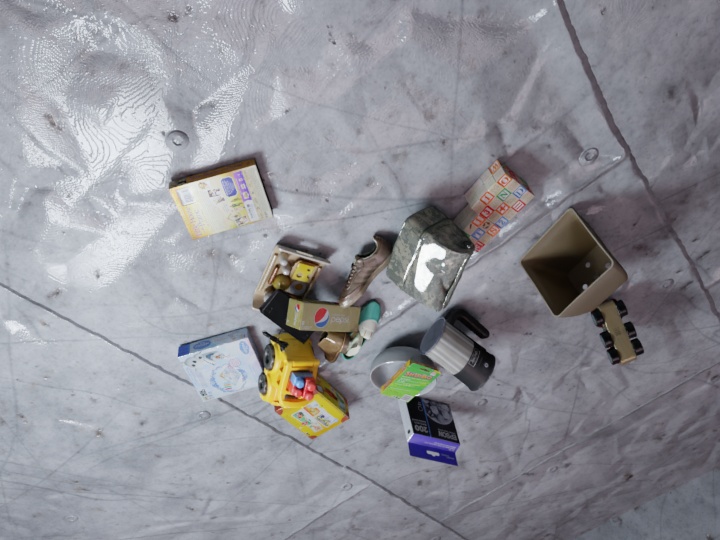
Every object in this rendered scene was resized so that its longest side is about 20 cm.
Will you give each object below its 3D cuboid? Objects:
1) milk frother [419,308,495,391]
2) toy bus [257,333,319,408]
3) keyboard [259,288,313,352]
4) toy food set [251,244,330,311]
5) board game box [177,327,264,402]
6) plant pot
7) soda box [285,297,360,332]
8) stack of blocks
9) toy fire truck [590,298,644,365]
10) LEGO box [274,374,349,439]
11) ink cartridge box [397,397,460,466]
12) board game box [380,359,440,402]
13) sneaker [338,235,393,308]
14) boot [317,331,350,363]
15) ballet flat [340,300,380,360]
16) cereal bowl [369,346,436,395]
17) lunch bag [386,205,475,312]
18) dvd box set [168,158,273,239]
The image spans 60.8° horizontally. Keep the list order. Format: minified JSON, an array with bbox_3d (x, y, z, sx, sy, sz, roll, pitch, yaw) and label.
[{"bbox_3d":[0.258,0.232,1.747,0.186,0.183,0.200,36,137,-9],"label":"milk frother"},{"bbox_3d":[-0.181,0.301,1.652,0.132,0.192,0.205,4,114,-30],"label":"toy bus"},{"bbox_3d":[-0.191,0.135,1.561,0.128,0.020,0.200,-50,138,-5],"label":"keyboard"},{"bbox_3d":[-0.174,0.035,1.532,0.140,0.061,0.202,15,126,-24],"label":"toy food set"},{"bbox_3d":[-0.375,0.263,1.695,0.193,0.044,0.204,-14,132,-1],"label":"board game box"},{"bbox_3d":[0.571,-0.003,1.598,0.174,0.203,0.201,15,128,-39],"label":"plant pot"},{"bbox_3d":[-0.091,0.115,1.563,0.196,0.063,0.070,8,92,-43],"label":"soda box"},{"bbox_3d":[0.305,-0.151,1.483,0.113,0.059,0.201,25,121,-30],"label":"stack of blocks"},{"bbox_3d":[0.763,0.174,1.834,0.126,0.181,0.200,-23,174,8],"label":"toy fire truck"},{"bbox_3d":[-0.146,0.405,1.849,0.147,0.078,0.201,-30,130,14],"label":"LEGO box"},{"bbox_3d":[0.222,0.501,1.935,0.194,0.203,0.044,19,129,-27],"label":"ink cartridge box"},{"bbox_3d":[0.140,0.310,1.731,0.093,0.031,0.201,19,142,-16],"label":"board game box"},{"bbox_3d":[0.000,0.000,1.535,0.075,0.071,0.201,40,97,-16],"label":"sneaker"},{"bbox_3d":[-0.082,0.198,1.662,0.073,0.076,0.200,16,158,-7],"label":"boot"},{"bbox_3d":[0.004,0.175,1.689,0.066,0.071,0.202,17,125,-28],"label":"ballet flat"},{"bbox_3d":[0.125,0.282,1.785,0.193,0.085,0.203,4,142,3],"label":"cereal bowl"},{"bbox_3d":[0.172,-0.023,1.468,0.138,0.167,0.203,-22,144,-44],"label":"lunch bag"},{"bbox_3d":[-0.304,-0.155,1.357,0.194,0.030,0.149,-16,133,0],"label":"dvd box set"}]
